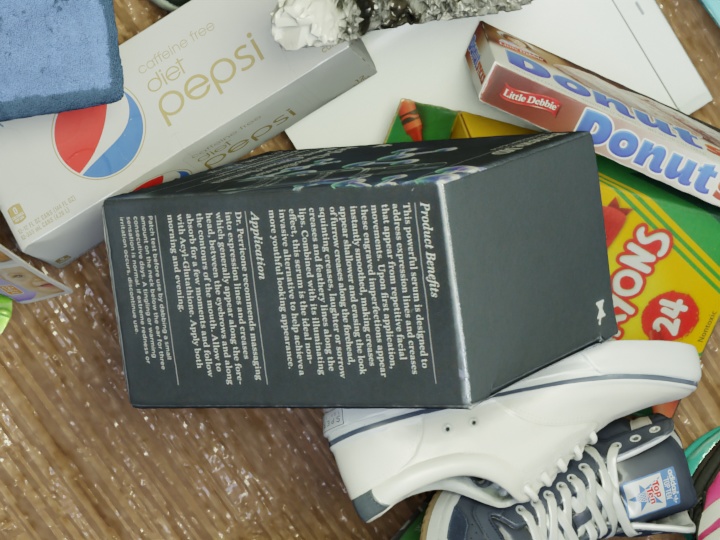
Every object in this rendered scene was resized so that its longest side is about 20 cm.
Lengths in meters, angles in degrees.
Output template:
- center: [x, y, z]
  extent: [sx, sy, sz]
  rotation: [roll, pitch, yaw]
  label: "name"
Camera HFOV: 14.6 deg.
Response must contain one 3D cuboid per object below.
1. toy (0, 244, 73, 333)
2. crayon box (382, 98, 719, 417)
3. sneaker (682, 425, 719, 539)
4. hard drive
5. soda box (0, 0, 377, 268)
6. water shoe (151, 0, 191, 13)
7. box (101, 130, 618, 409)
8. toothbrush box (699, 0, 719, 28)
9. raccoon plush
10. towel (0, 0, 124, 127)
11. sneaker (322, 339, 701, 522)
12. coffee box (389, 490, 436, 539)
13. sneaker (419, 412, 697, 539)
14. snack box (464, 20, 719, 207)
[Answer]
- center: [-0.250, -0.010, 1.394]
  extent: [0.115, 0.048, 0.200]
  rotation: [-9, 152, 35]
  label: "toy"
- center: [0.093, -0.003, 1.465]
  extent: [0.199, 0.051, 0.128]
  rotation: [13, 116, -17]
  label: "crayon box"
- center: [0.201, 0.157, 1.515]
  extent: [0.083, 0.121, 0.201]
  rotation: [28, 77, -13]
  label: "sneaker"
- center: [0.067, -0.092, 1.466]
  extent: [0.199, 0.027, 0.132]
  rotation: [-31, 109, 8]
  label: "hard drive"
- center: [-0.096, -0.083, 1.426]
  extent: [0.199, 0.064, 0.068]
  rotation: [-31, 75, 8]
  label: "soda box"
- center: [-0.070, -0.217, 1.383]
  extent: [0.071, 0.079, 0.201]
  rotation: [15, 108, -9]
  label: "water shoe"
- center: [0.000, 0.000, 1.360]
  extent: [0.199, 0.148, 0.108]
  rotation: [-2, 100, 33]
  label: "box"
- center: [0.258, -0.143, 1.429]
  extent: [0.146, 0.085, 0.200]
  rotation: [-37, 107, 9]
  label: "toothbrush box"
- center: [0.026, -0.187, 1.348]
  extent: [0.096, 0.200, 0.135]
  rotation: [-1, 103, 23]
  label: "raccoon plush"
- center: [-0.216, -0.124, 1.352]
  extent: [0.198, 0.049, 0.113]
  rotation: [-5, 112, -2]
  label: "towel"
- center: [0.079, 0.081, 1.396]
  extent: [0.198, 0.073, 0.071]
  rotation: [-11, 81, -14]
  label: "sneaker"
- center: [0.045, 0.220, 1.527]
  extent: [0.044, 0.123, 0.202]
  rotation: [10, 113, 19]
  label: "coffee box"
- center: [0.107, 0.127, 1.438]
  extent: [0.108, 0.200, 0.071]
  rotation: [-6, 107, 25]
  label: "sneaker"
- center: [0.148, -0.068, 1.428]
  extent: [0.199, 0.072, 0.024]
  rotation: [23, 109, -12]
  label: "snack box"
